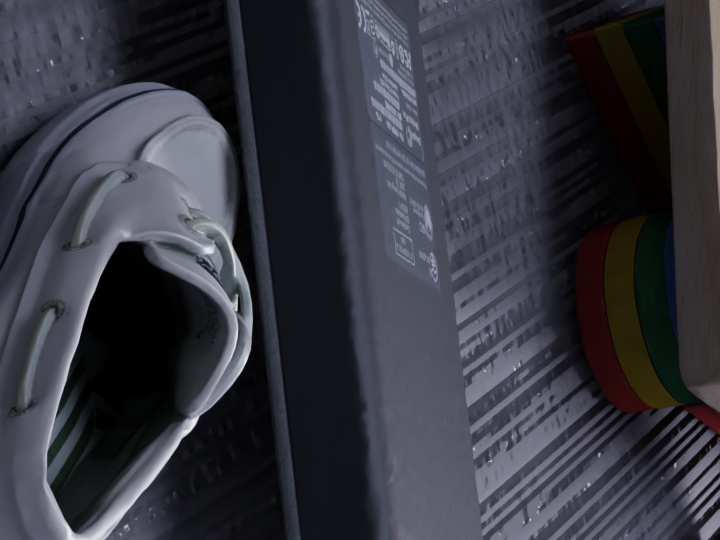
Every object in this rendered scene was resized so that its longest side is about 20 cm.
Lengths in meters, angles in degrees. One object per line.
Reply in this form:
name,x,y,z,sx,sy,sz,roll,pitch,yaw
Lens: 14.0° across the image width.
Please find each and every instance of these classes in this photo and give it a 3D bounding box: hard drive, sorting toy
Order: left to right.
hard drive,0.000,0.000,0.814,0.140,0.033,0.201,32,50,-76
sorting toy,0.139,-0.021,1.095,0.199,0.069,0.201,34,51,-55

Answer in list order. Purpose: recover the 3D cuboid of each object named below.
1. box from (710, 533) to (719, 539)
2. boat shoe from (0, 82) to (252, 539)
box,0.237,0.170,1.089,0.049,0.199,0.162,121,-33,-73
boat shoe,-0.056,0.016,0.692,0.074,0.067,0.200,65,29,-27
